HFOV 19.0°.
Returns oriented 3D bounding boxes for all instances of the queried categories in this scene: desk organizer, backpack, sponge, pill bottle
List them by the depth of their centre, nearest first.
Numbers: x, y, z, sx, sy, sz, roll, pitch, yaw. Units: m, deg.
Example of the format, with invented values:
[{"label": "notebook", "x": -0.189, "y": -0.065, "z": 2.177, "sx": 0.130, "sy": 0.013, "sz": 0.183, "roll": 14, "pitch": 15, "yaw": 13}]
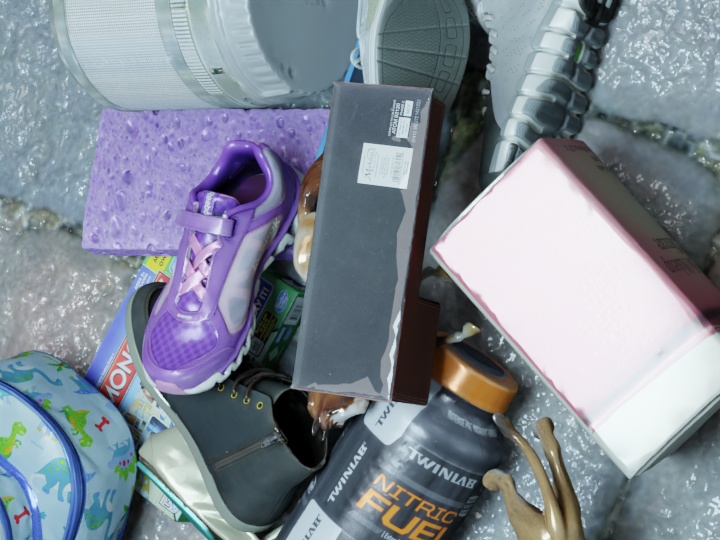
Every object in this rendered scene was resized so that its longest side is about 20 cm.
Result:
[{"label": "desk organizer", "x": 0.014, "y": -0.015, "z": 1.408, "sx": 0.071, "sy": 0.077, "sz": 0.202, "roll": 6, "pitch": 85, "yaw": 23}, {"label": "pill bottle", "x": 0.030, "y": 0.143, "z": 1.499, "sx": 0.106, "sy": 0.106, "sz": 0.201, "roll": 37, "pitch": 103, "yaw": 26}, {"label": "backpack", "x": -0.267, "y": 0.174, "z": 1.614, "sx": 0.182, "sy": 0.146, "sz": 0.201, "roll": 32, "pitch": 114, "yaw": 26}, {"label": "sponge", "x": -0.111, "y": -0.065, "z": 1.616, "sx": 0.198, "sy": 0.030, "sz": 0.113, "roll": 2, "pitch": 76, "yaw": 21}]

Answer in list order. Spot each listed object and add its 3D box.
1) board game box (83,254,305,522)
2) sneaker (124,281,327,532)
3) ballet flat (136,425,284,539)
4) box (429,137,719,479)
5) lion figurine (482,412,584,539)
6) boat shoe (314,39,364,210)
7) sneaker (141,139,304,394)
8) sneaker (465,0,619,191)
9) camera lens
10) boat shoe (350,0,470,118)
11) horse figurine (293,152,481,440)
[{"label": "board game box", "x": -0.135, "y": 0.071, "z": 1.640, "sx": 0.134, "sy": 0.029, "sz": 0.201, "roll": 33, "pitch": 101, "yaw": 26}, {"label": "sneaker", "x": -0.090, "y": 0.077, "z": 1.538, "sx": 0.201, "sy": 0.074, "sz": 0.106, "roll": 59, "pitch": 137, "yaw": 13}, {"label": "ballet flat", "x": -0.083, "y": 0.191, "z": 1.574, "sx": 0.069, "sy": 0.069, "sz": 0.200, "roll": -42, "pitch": 83, "yaw": 19}, {"label": "box", "x": 0.160, "y": 0.021, "z": 1.407, "sx": 0.109, "sy": 0.128, "sz": 0.200, "roll": -45, "pitch": 79, "yaw": 15}, {"label": "lion figurine", "x": 0.129, "y": 0.195, "z": 1.416, "sx": 0.072, "sy": 0.201, "sz": 0.123, "roll": -23, "pitch": 42, "yaw": 4}, {"label": "boat shoe", "x": 0.014, "y": -0.091, "z": 1.544, "sx": 0.068, "sy": 0.084, "sz": 0.202, "roll": 15, "pitch": 94, "yaw": 29}, {"label": "sneaker", "x": -0.102, "y": -0.010, "z": 1.506, "sx": 0.080, "sy": 0.089, "sz": 0.201, "roll": 16, "pitch": 64, "yaw": 21}, {"label": "sneaker", "x": 0.104, "y": -0.149, "z": 1.514, "sx": 0.115, "sy": 0.075, "sz": 0.202, "roll": 21, "pitch": 87, "yaw": 34}, {"label": "camera lens", "x": -0.116, "y": -0.198, "z": 1.569, "sx": 0.199, "sy": 0.159, "sz": 0.162, "roll": 1, "pitch": 86, "yaw": 36}, {"label": "boat shoe", "x": 0.031, "y": -0.188, "z": 1.511, "sx": 0.065, "sy": 0.074, "sz": 0.204, "roll": 160, "pitch": 111, "yaw": -64}, {"label": "horse figurine", "x": 0.000, "y": 0.000, "z": 1.481, "sx": 0.132, "sy": 0.050, "sz": 0.202, "roll": -28, "pitch": 70, "yaw": 25}]
